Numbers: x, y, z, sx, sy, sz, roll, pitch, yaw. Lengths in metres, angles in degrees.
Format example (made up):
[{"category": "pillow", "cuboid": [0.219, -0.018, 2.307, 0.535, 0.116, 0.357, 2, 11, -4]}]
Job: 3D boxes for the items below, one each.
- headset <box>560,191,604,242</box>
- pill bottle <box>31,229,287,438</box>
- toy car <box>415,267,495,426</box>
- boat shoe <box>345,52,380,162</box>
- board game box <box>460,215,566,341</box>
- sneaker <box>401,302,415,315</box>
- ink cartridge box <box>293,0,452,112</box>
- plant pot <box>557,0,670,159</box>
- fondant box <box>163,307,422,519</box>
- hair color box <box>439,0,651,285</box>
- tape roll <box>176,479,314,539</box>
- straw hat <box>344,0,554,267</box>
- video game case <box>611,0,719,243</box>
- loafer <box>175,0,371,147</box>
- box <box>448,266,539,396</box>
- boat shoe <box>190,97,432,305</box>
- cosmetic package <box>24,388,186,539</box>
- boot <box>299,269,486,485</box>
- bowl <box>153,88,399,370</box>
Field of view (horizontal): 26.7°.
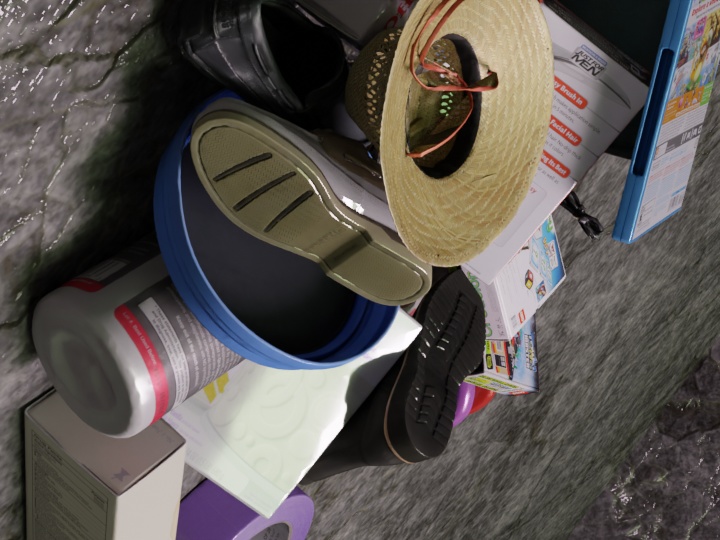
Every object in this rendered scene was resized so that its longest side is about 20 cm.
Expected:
[{"category": "headset", "cuboid": [0.166, -0.006, 1.601, 0.200, 0.094, 0.123, -50, 162, 29]}, {"category": "pill bottle", "cuboid": [-0.118, 0.021, 1.053, 0.200, 0.111, 0.111, -34, 153, -36]}, {"category": "toy car", "cuboid": [0.054, 0.087, 1.446, 0.200, 0.150, 0.175, -16, 140, -56]}, {"category": "boat shoe", "cuboid": [-0.013, -0.090, 1.153, 0.074, 0.060, 0.200, -40, 156, -27]}, {"category": "board game box", "cuboid": [0.124, -0.054, 1.348, 0.126, 0.035, 0.200, -41, 122, -49]}, {"category": "sneaker", "cuboid": [-0.026, 0.087, 1.310, 0.200, 0.074, 0.087, -29, 114, -14]}, {"category": "ink cartridge box", "cuboid": [0.045, -0.207, 1.052, 0.146, 0.084, 0.200, -53, 159, 5]}, {"category": "plant pot", "cuboid": [0.216, -0.216, 1.259, 0.200, 0.200, 0.196, -14, 130, -57]}, {"category": "fondant box", "cuboid": [-0.070, 0.074, 1.198, 0.144, 0.058, 0.200, 40, 87, -27]}, {"category": "hair color box", "cuboid": [0.119, -0.101, 1.171, 0.200, 0.111, 0.064, -50, -171, 21]}, {"category": "tape roll", "cuboid": [-0.137, 0.280, 1.487, 0.200, 0.066, 0.200, -41, 156, -22]}, {"category": "straw hat", "cuboid": [0.038, -0.108, 0.963, 0.201, 0.085, 0.201, -27, 125, -47]}, {"category": "video game case", "cuboid": [0.242, -0.129, 1.154, 0.143, 0.018, 0.200, -25, 131, -60]}, {"category": "loafer", "cuboid": [-0.037, -0.125, 0.973, 0.201, 0.070, 0.068, 30, 64, -55]}, {"category": "box", "cuboid": [0.123, 0.010, 1.422, 0.110, 0.035, 0.200, 21, 63, -54]}, {"category": "boat shoe", "cuboid": [-0.031, -0.054, 0.978, 0.075, 0.068, 0.200, -26, 132, 32]}, {"category": "cosmetic package", "cuboid": [-0.197, 0.176, 1.153, 0.073, 0.104, 0.200, -37, 155, -36]}, {"category": "boot", "cuboid": [0.020, 0.087, 1.271, 0.138, 0.077, 0.200, -22, -155, 36]}, {"category": "bowl", "cuboid": [-0.054, -0.027, 1.019, 0.039, 0.201, 0.201, -25, 180, 42]}]
